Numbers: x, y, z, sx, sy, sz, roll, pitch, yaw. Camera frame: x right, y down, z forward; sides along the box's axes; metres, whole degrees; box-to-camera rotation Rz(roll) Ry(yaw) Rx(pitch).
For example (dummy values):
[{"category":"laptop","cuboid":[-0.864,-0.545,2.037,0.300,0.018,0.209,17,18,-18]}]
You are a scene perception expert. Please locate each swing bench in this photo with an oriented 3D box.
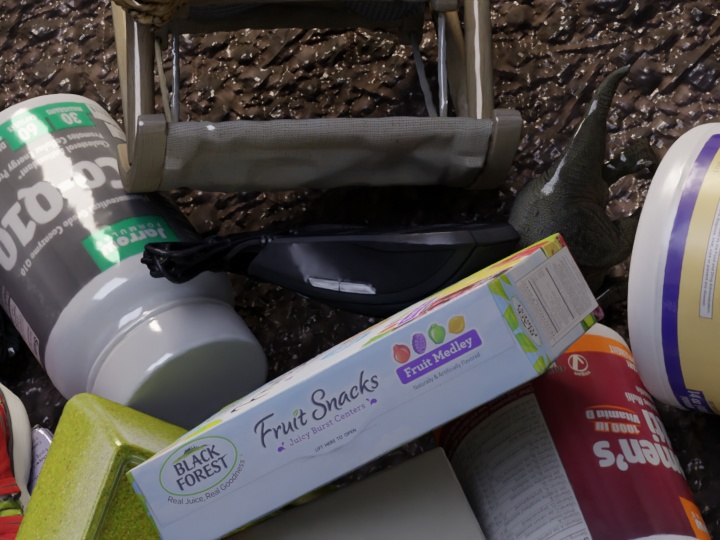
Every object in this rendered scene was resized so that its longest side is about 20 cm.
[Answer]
[{"category":"swing bench","cuboid":[-0.031,-0.123,1.523,0.199,0.130,0.200,0,62,-10]}]

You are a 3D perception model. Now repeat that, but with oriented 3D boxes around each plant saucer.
[{"category":"plant saucer","cuboid":[-0.082,0.177,1.410,0.199,0.048,0.200,21,69,-5]}]

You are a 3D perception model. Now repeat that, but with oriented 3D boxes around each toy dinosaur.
[{"category":"toy dinosaur","cuboid":[0.107,-0.014,1.446,0.102,0.200,0.077,-20,61,-34]}]

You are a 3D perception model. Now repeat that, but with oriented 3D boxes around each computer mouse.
[{"category":"computer mouse","cuboid":[0.000,0.000,1.455,0.200,0.140,0.046,-2,93,24]}]

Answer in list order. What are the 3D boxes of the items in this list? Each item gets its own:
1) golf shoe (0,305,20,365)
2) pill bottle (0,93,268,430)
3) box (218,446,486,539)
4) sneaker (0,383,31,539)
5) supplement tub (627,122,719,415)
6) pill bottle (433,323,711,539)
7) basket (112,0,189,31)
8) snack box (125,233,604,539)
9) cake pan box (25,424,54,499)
[{"category":"golf shoe","cuboid":[-0.276,0.018,1.632,0.200,0.078,0.095,37,99,35]},{"category":"pill bottle","cuboid":[-0.139,0.005,1.547,0.113,0.113,0.200,-38,56,-1]},{"category":"box","cuboid":[-0.041,0.163,1.349,0.200,0.095,0.078,-22,80,-17]},{"category":"sneaker","cuboid":[-0.208,0.129,1.467,0.077,0.085,0.200,-25,56,8]},{"category":"supplement tub","cuboid":[0.245,0.009,1.368,0.200,0.145,0.146,9,67,26]},{"category":"pill bottle","cuboid":[0.112,0.132,1.377,0.109,0.110,0.200,-26,57,8]},{"category":"basket","cuboid":[-0.084,-0.252,1.427,0.143,0.149,0.200,42,65,14]},{"category":"snack box","cuboid":[0.005,0.057,1.320,0.200,0.142,0.053,-28,90,19]},{"category":"cake pan box","cuboid":[-0.186,0.211,1.495,0.200,0.052,0.184,-43,54,-4]}]
